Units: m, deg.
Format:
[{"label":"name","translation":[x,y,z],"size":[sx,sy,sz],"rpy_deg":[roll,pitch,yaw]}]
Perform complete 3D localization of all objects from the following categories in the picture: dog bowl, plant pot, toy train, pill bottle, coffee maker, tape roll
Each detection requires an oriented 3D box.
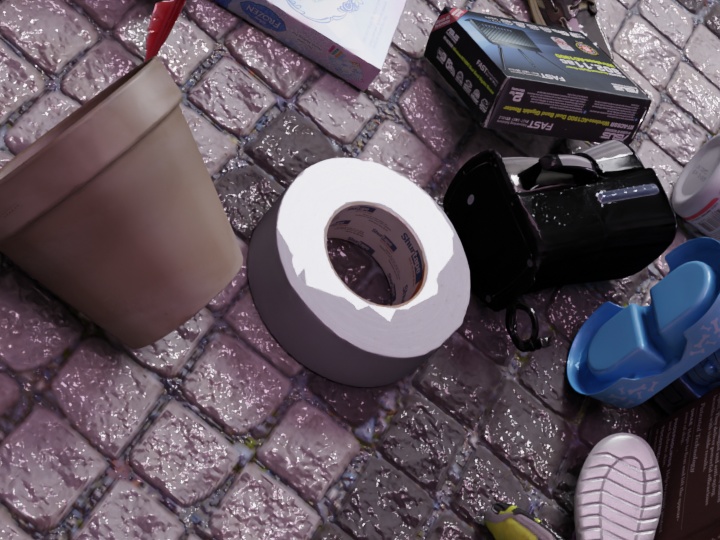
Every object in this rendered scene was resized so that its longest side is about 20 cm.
[{"label":"dog bowl","translation":[0.285,0.056,1.277],"size":[0.049,0.200,0.112],"rpy_deg":[34,32,-23]},{"label":"plant pot","translation":[-0.188,-0.041,1.060],"size":[0.174,0.199,0.200],"rpy_deg":[53,48,-13]},{"label":"toy train","translation":[0.358,0.072,1.311],"size":[0.114,0.200,0.087],"rpy_deg":[-40,89,-30]},{"label":"pill bottle","translation":[0.455,-0.057,1.503],"size":[0.199,0.109,0.109],"rpy_deg":[35,50,-10]},{"label":"coffee maker","translation":[0.203,-0.029,1.335],"size":[0.198,0.134,0.194],"rpy_deg":[-8,90,-33]},{"label":"tape roll","translation":[0.000,0.000,1.216],"size":[0.198,0.066,0.202],"rpy_deg":[15,55,-23]}]

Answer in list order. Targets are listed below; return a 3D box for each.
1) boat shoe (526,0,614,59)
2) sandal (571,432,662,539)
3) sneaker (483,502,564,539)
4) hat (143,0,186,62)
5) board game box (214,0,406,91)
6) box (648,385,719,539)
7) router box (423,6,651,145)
[{"label":"boat shoe","translation":[0.234,-0.316,1.549],"size":[0.071,0.066,0.202],"rpy_deg":[-19,74,-38]},{"label":"sandal","translation":[0.225,0.248,1.221],"size":[0.082,0.050,0.205],"rpy_deg":[12,69,-8]},{"label":"sneaker","translation":[0.172,0.282,1.146],"size":[0.076,0.075,0.200],"rpy_deg":[-44,70,-2]},{"label":"hat","translation":[-0.161,-0.273,1.281],"size":[0.198,0.166,0.178],"rpy_deg":[-24,106,-11]},{"label":"board game box","translation":[-0.046,-0.312,1.389],"size":[0.198,0.043,0.201],"rpy_deg":[29,51,-12]},{"label":"box","translation":[0.380,0.209,1.237],"size":[0.165,0.200,0.165],"rpy_deg":[30,50,-13]},{"label":"router box","translation":[0.185,-0.204,1.416],"size":[0.198,0.063,0.150],"rpy_deg":[3,36,-31]}]
